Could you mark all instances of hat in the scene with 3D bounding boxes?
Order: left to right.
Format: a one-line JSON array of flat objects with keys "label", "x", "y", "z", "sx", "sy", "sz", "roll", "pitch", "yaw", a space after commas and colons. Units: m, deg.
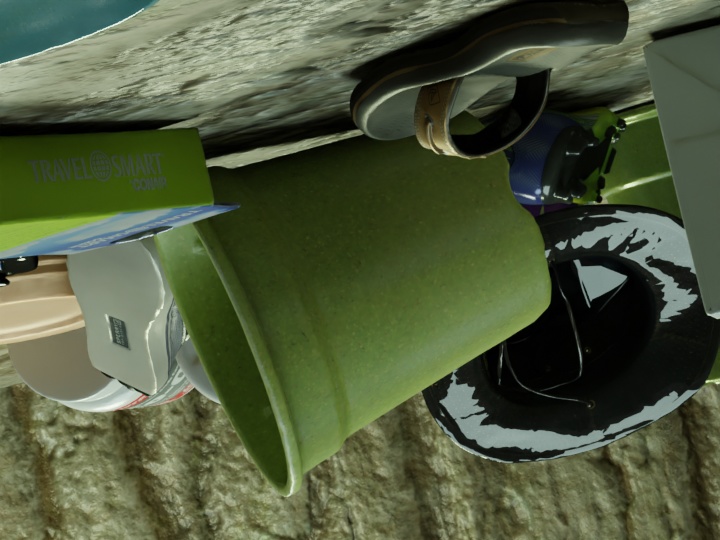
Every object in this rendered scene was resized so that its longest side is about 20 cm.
[{"label": "hat", "x": 0.125, "y": 0.025, "z": 1.656, "sx": 0.200, "sy": 0.201, "sz": 0.081, "roll": -12, "pitch": -150, "yaw": -6}]

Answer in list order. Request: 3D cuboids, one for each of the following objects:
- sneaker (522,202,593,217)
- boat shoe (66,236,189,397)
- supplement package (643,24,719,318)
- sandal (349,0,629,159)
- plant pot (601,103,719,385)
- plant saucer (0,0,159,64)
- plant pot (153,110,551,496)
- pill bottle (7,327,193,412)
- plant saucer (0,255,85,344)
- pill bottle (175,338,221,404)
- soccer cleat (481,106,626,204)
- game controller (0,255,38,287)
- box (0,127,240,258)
[{"label": "sneaker", "x": 0.100, "y": -0.034, "z": 1.779, "sx": 0.099, "sy": 0.070, "sz": 0.200, "roll": 0, "pitch": -167, "yaw": -5}, {"label": "boat shoe", "x": -0.137, "y": -0.005, "z": 1.710, "sx": 0.075, "sy": 0.093, "sz": 0.200, "roll": 25, "pitch": 151, "yaw": 8}, {"label": "supplement package", "x": 0.250, "y": -0.061, "z": 1.456, "sx": 0.151, "sy": 0.151, "sz": 0.200, "roll": -13, "pitch": 176, "yaw": 8}, {"label": "sandal", "x": 0.061, "y": -0.083, "z": 1.244, "sx": 0.082, "sy": 0.055, "sz": 0.200, "roll": -10, "pitch": 175, "yaw": -34}, {"label": "plant pot", "x": 0.259, "y": -0.023, "z": 1.795, "sx": 0.200, "sy": 0.190, "sz": 0.200, "roll": -13, "pitch": 177, "yaw": -1}, {"label": "plant saucer", "x": -0.156, "y": -0.080, "z": 0.789, "sx": 0.200, "sy": 0.027, "sz": 0.200, "roll": -12, "pitch": 176, "yaw": -1}, {"label": "plant pot", "x": 0.000, "y": 0.000, "z": 1.493, "sx": 0.184, "sy": 0.201, "sz": 0.200, "roll": -24, "pitch": 179, "yaw": -11}, {"label": "pill bottle", "x": -0.189, "y": 0.050, "z": 1.999, "sx": 0.114, "sy": 0.114, "sz": 0.200, "roll": -13, "pitch": 177, "yaw": 13}, {"label": "plant saucer", "x": -0.241, "y": 0.019, "z": 1.795, "sx": 0.200, "sy": 0.038, "sz": 0.200, "roll": -10, "pitch": 169, "yaw": -2}, {"label": "pill bottle", "x": -0.077, "y": 0.031, "z": 1.954, "sx": 0.113, "sy": 0.114, "sz": 0.200, "roll": -12, "pitch": -173, "yaw": 3}, {"label": "soccer cleat", "x": 0.113, "y": -0.077, "z": 1.630, "sx": 0.084, "sy": 0.065, "sz": 0.200, "roll": 17, "pitch": -172, "yaw": 13}, {"label": "game controller", "x": -0.233, "y": -0.012, "z": 1.466, "sx": 0.104, "sy": 0.042, "sz": 0.200, "roll": -12, "pitch": 176, "yaw": -7}, {"label": "box", "x": -0.165, "y": -0.035, "z": 1.289, "sx": 0.122, "sy": 0.048, "sz": 0.200, "roll": -14, "pitch": 176, "yaw": 33}]
